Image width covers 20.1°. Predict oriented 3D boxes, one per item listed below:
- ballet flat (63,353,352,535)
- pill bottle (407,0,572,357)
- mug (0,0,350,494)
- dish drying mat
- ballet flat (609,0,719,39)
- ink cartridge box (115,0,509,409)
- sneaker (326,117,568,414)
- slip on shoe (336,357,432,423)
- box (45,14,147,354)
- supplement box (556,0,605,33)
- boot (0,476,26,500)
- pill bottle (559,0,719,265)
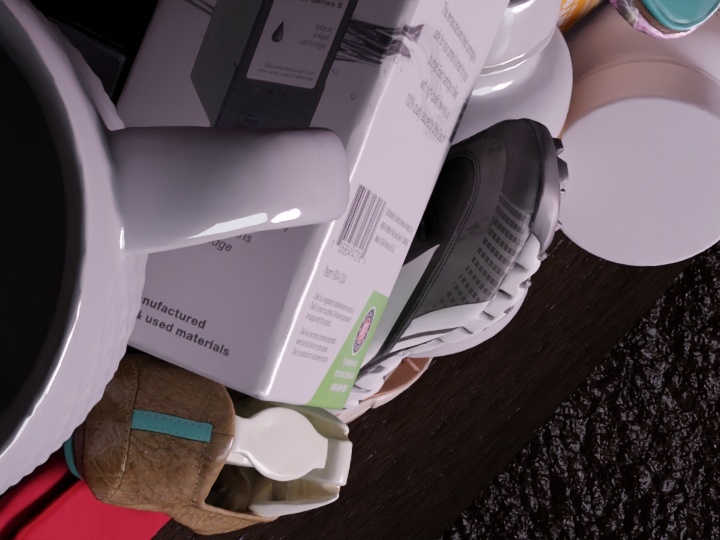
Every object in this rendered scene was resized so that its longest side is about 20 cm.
[{"bbox_3d":[-0.044,0.065,0.760,0.200,0.072,0.068,39,56,-74],"label":"ballet flat"},{"bbox_3d":[0.031,-0.067,0.880,0.114,0.114,0.201,-36,151,-32],"label":"pill bottle"},{"bbox_3d":[-0.101,-0.011,0.522,0.198,0.149,0.175,-9,179,2],"label":"mug"},{"bbox_3d":[-0.101,0.093,0.742,0.200,0.018,0.077,-47,149,-67],"label":"dish drying mat"},{"bbox_3d":[0.075,-0.169,0.756,0.069,0.071,0.200,-43,128,-9],"label":"ballet flat"},{"bbox_3d":[-0.017,-0.061,0.699,0.145,0.083,0.201,30,82,-79],"label":"ink cartridge box"},{"bbox_3d":[0.000,0.000,0.808,0.090,0.067,0.200,10,148,-32],"label":"sneaker"},{"bbox_3d":[-0.031,0.049,0.965,0.060,0.076,0.200,-10,-156,39],"label":"slip on shoe"},{"bbox_3d":[-0.090,-0.017,0.748,0.144,0.036,0.200,-67,167,10],"label":"box"},{"bbox_3d":[0.132,-0.199,0.915,0.200,0.074,0.126,-39,167,-23],"label":"supplement box"},{"bbox_3d":[-0.160,0.123,0.689,0.200,0.077,0.140,2,97,-65],"label":"boot"},{"bbox_3d":[0.140,-0.100,0.998,0.114,0.113,0.201,-51,-163,34],"label":"pill bottle"}]
